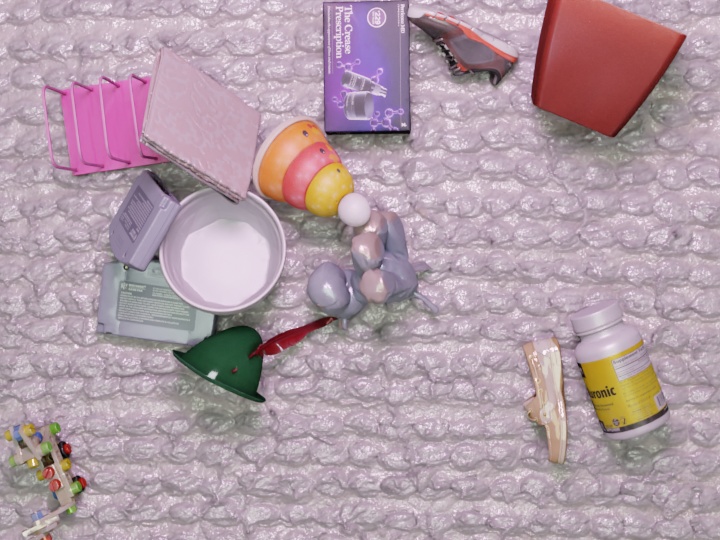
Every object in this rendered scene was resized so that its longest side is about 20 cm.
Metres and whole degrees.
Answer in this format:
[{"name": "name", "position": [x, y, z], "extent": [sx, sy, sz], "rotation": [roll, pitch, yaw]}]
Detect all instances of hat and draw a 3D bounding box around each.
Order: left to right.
[{"name": "hat", "position": [-0.179, 0.097, 1.710], "extent": [0.164, 0.200, 0.178], "rotation": [28, 88, 28]}]

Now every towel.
[{"name": "towel", "position": [-0.243, -0.222, 1.646], "extent": [0.032, 0.193, 0.199], "rotation": [-28, 134, 37]}]

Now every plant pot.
[{"name": "plant pot", "position": [0.354, -0.316, 1.633], "extent": [0.197, 0.200, 0.179], "rotation": [23, 106, 1]}]

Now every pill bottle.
[{"name": "pill bottle", "position": [0.404, 0.155, 1.691], "extent": [0.110, 0.111, 0.203], "rotation": [-21, 92, 4]}]

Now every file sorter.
[{"name": "file sorter", "position": [-0.390, -0.236, 1.705], "extent": [0.196, 0.125, 0.142], "rotation": [-7, 93, 4]}]

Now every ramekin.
[{"name": "ramekin", "position": [-0.217, -0.023, 1.697], "extent": [0.196, 0.105, 0.204], "rotation": [1, 77, -5]}]

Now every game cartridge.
[{"name": "game cartridge", "position": [-0.344, -0.076, 1.685], "extent": [0.040, 0.200, 0.134], "rotation": [32, 95, -28]}, {"name": "game cartridge", "position": [-0.330, 0.049, 1.765], "extent": [0.196, 0.042, 0.136], "rotation": [8, 90, 3]}]

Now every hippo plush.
[{"name": "hippo plush", "position": [0.000, 0.000, 1.704], "extent": [0.159, 0.199, 0.162], "rotation": [-18, 73, 30]}]

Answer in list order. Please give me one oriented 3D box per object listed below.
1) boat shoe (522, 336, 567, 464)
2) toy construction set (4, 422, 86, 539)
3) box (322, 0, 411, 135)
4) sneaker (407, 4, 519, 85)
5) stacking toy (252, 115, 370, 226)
[{"name": "boat shoe", "position": [0.294, 0.211, 1.724], "extent": [0.068, 0.074, 0.204], "rotation": [-5, 84, 6]}, {"name": "toy construction set", "position": [-0.511, 0.337, 1.744], "extent": [0.090, 0.131, 0.204], "rotation": [-8, 93, 4]}, {"name": "box", "position": [0.011, -0.320, 1.702], "extent": [0.138, 0.079, 0.204], "rotation": [-1, 93, 1]}, {"name": "sneaker", "position": [0.154, -0.347, 1.674], "extent": [0.197, 0.077, 0.083], "rotation": [22, 107, -18]}, {"name": "stacking toy", "position": [-0.056, -0.132, 1.653], "extent": [0.199, 0.146, 0.147], "rotation": [38, 95, 26]}]
